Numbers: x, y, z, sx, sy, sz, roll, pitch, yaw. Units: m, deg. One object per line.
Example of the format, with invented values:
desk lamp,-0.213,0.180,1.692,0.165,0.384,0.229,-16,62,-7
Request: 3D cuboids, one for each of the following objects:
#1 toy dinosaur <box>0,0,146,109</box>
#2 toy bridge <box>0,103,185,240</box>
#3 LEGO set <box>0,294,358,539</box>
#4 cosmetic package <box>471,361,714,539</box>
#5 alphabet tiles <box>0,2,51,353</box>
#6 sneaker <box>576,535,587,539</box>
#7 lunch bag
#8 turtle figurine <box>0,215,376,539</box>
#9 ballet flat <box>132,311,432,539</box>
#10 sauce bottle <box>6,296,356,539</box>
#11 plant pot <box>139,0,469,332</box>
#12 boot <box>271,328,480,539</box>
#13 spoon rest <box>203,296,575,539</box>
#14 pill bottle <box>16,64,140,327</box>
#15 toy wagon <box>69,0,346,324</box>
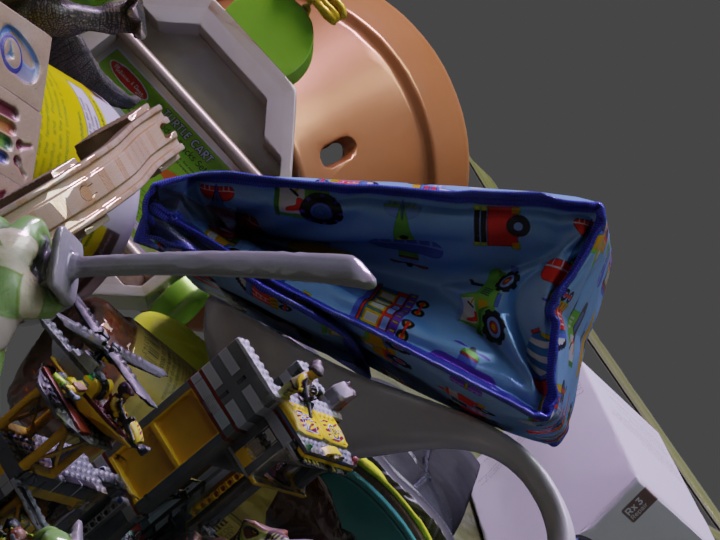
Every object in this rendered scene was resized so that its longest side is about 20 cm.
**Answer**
toy dinosaur,-0.152,-0.128,1.001,0.200,0.102,0.077,32,59,-63
toy bridge,-0.117,-0.016,0.831,0.027,0.067,0.200,61,35,-8
LEGO set,-0.050,0.090,0.844,0.200,0.116,0.154,32,21,-55
cosmetic package,0.137,0.147,1.441,0.081,0.113,0.200,42,12,-17
alphabet tiles,-0.175,-0.031,0.818,0.167,0.008,0.201,35,53,-48
sneaker,0.091,0.172,1.169,0.079,0.089,0.200,44,11,-3
lunch bag,0.000,0.000,1.008,0.199,0.095,0.151,15,-6,9
turtle figurine,-0.112,0.036,0.685,0.194,0.200,0.144,43,-5,22
ballet flat,-0.036,0.084,1.088,0.200,0.067,0.067,38,26,-24
sauce bottle,-0.056,0.092,0.994,0.200,0.066,0.066,40,11,-23
plant pot,-0.060,-0.051,1.253,0.200,0.200,0.140,47,27,8
boot,-0.005,0.080,1.243,0.165,0.066,0.200,54,12,-3
spoon rest,0.014,0.070,1.004,0.200,0.061,0.099,38,-5,14
pill bottle,-0.181,-0.053,0.932,0.109,0.109,0.200,51,11,31
toy wagon,-0.089,-0.070,1.138,0.155,0.200,0.040,47,-14,12
